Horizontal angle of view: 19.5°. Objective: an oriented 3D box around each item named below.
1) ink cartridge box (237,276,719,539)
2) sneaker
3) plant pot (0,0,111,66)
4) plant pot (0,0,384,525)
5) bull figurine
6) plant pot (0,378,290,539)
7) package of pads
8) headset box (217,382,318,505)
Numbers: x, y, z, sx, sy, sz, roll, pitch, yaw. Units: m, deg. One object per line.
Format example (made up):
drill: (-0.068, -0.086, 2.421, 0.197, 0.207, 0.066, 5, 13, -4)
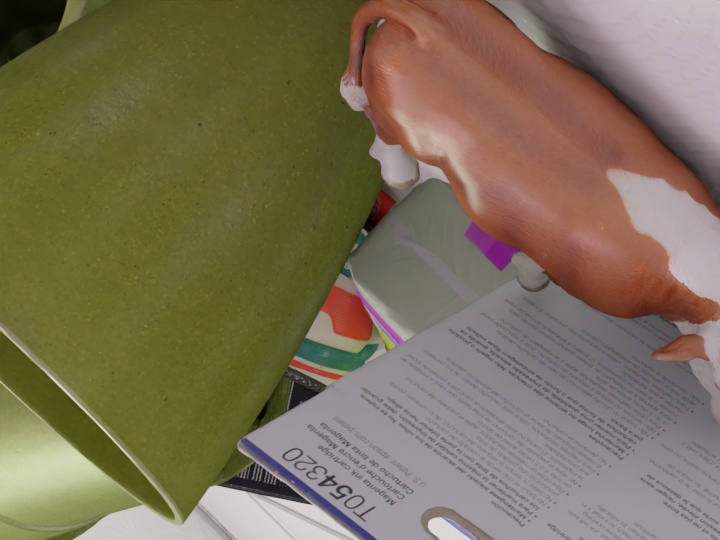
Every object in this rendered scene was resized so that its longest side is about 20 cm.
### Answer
ink cartridge box: (0.092, 0.079, 0.737, 0.196, 0.200, 0.043, 35, 139, 34)
sneaker: (0.000, 0.000, 1.056, 0.070, 0.094, 0.200, 23, -168, 6)
plant pot: (-0.183, -0.099, 1.018, 0.200, 0.200, 0.190, 37, 177, 24)
plant pot: (-0.073, -0.035, 0.837, 0.187, 0.200, 0.187, 40, 166, 12)
bull figurine: (0.072, -0.026, 0.735, 0.200, 0.065, 0.121, 45, 168, -10)
plant pot: (-0.140, 0.054, 1.129, 0.190, 0.200, 0.200, -8, 131, 50)
package of pads: (0.087, 0.063, 0.916, 0.200, 0.068, 0.155, 45, 175, 15)
headset box: (-0.099, 0.089, 1.363, 0.199, 0.093, 0.174, 13, 176, -16)
